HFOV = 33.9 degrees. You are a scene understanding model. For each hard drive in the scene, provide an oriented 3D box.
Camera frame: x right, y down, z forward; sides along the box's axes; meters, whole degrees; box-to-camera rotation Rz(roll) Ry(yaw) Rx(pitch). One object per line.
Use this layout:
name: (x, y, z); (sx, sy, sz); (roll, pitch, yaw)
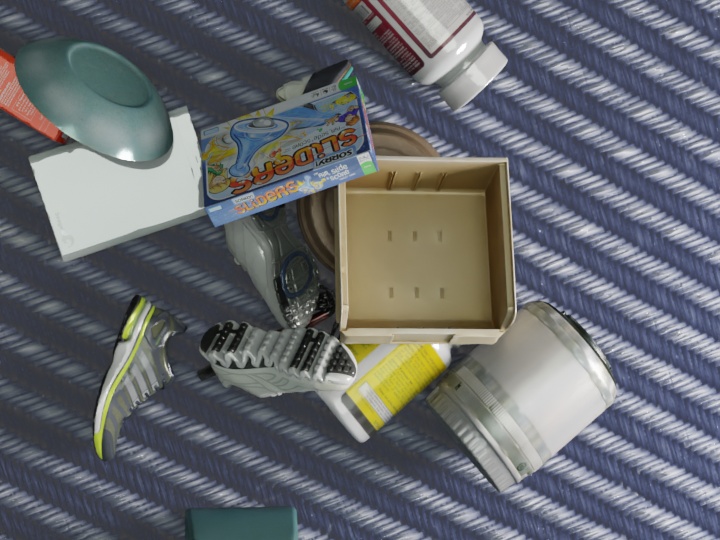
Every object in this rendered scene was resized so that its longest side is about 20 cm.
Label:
hard drive: (-0.284, -0.105, 1.431); (0.198, 0.026, 0.133); (-19, 95, -7)

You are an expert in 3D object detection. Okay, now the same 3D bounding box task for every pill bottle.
pill bottle: (0.079, -0.297, 1.430); (0.110, 0.110, 0.200); (-44, 98, -4)
pill bottle: (0.038, 0.103, 1.440); (0.200, 0.114, 0.115); (-41, 97, -4)

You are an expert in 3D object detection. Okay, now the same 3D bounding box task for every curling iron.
curling iron: (-0.115, 0.079, 1.455); (0.199, 0.026, 0.050); (-34, 82, 6)

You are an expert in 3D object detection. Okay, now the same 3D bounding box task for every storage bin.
storage bin: (0.069, -0.022, 1.364); (0.197, 0.094, 0.201); (1, 72, -6)

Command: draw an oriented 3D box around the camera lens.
camera lens: (0.199, 0.149, 1.440); (0.200, 0.160, 0.160); (-40, 97, -4)

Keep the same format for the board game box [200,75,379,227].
board game box: (-0.084, -0.137, 1.347); (0.198, 0.136, 0.035); (-19, 136, 8)

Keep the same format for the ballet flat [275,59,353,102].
ballet flat: (-0.085, -0.181, 1.435); (0.073, 0.073, 0.201); (31, 90, -8)

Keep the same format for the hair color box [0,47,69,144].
hair color box: (-0.420, -0.224, 1.369); (0.199, 0.101, 0.062); (31, 89, -9)

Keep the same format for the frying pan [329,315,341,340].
frying pan: (0.017, -0.001, 1.472); (0.113, 0.031, 0.193); (0, 94, -5)

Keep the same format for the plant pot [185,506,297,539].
plant pot: (-0.137, 0.371, 1.384); (0.139, 0.200, 0.143); (0, 92, -8)

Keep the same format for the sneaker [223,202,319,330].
sneaker: (-0.113, -0.021, 1.421); (0.074, 0.087, 0.202); (-24, 95, -43)

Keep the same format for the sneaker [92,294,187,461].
sneaker: (-0.269, 0.136, 1.422); (0.080, 0.074, 0.202); (19, 91, -11)

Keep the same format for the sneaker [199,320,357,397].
sneaker: (-0.092, 0.113, 1.391); (0.198, 0.075, 0.082); (8, 131, 25)

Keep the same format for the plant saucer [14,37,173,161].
plant saucer: (-0.292, -0.208, 1.342); (0.200, 0.202, 0.039); (35, 120, -8)

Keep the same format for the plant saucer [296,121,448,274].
plant saucer: (0.021, -0.082, 1.446); (0.197, 0.029, 0.203); (0, 90, -6)
